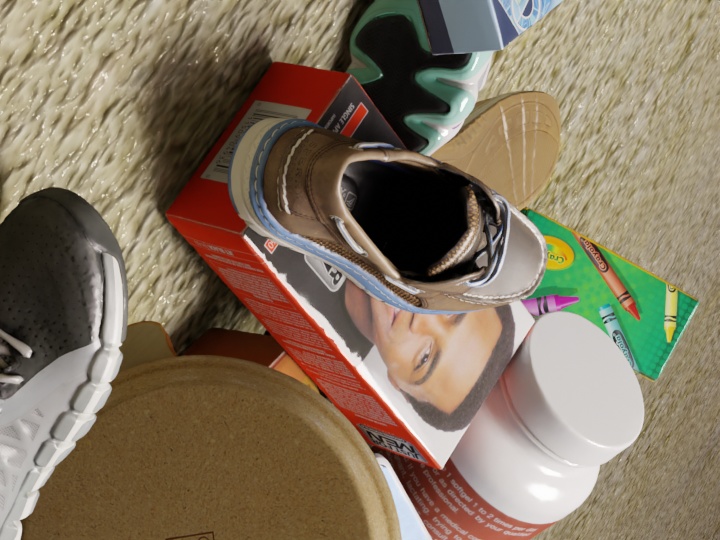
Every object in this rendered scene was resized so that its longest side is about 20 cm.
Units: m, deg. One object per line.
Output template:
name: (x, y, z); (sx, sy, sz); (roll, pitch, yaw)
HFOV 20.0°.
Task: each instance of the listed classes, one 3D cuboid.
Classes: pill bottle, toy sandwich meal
pill bottle: (0.063, 0.107, 1.152); (0.200, 0.112, 0.112); (-40, 177, 39)
toy sandwich meal: (-0.079, 0.129, 0.937); (0.206, 0.205, 0.070); (-59, 176, -6)

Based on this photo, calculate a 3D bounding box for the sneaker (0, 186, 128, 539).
sneaker: (-0.167, 0.064, 0.811); (0.115, 0.075, 0.201); (-15, 132, -60)

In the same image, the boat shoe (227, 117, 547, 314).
boat shoe: (0.030, -0.016, 0.951); (0.199, 0.072, 0.073); (15, 89, -45)

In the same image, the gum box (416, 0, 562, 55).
gum box: (0.078, -0.219, 0.950); (0.200, 0.044, 0.171); (-40, 121, -43)

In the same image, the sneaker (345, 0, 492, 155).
sneaker: (0.068, -0.151, 1.080); (0.140, 0.078, 0.201); (-22, 137, -59)

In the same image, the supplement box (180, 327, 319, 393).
supplement box: (-0.042, 0.130, 1.093); (0.069, 0.066, 0.201); (-46, 129, -39)

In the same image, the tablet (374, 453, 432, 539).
tablet: (-0.033, 0.203, 1.063); (0.200, 0.014, 0.130); (-44, 127, -22)

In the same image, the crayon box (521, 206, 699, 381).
crayon box: (0.133, 0.008, 1.295); (0.058, 0.118, 0.200); (-62, -177, 2)

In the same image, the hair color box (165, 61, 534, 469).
hair color box: (0.000, 0.000, 1.021); (0.102, 0.061, 0.200); (-56, 133, -19)

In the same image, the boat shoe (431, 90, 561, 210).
boat shoe: (0.043, -0.061, 1.159); (0.200, 0.069, 0.074); (-25, 120, -49)

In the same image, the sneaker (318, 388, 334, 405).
sneaker: (0.003, 0.044, 1.177); (0.200, 0.080, 0.071); (-56, 162, -12)
